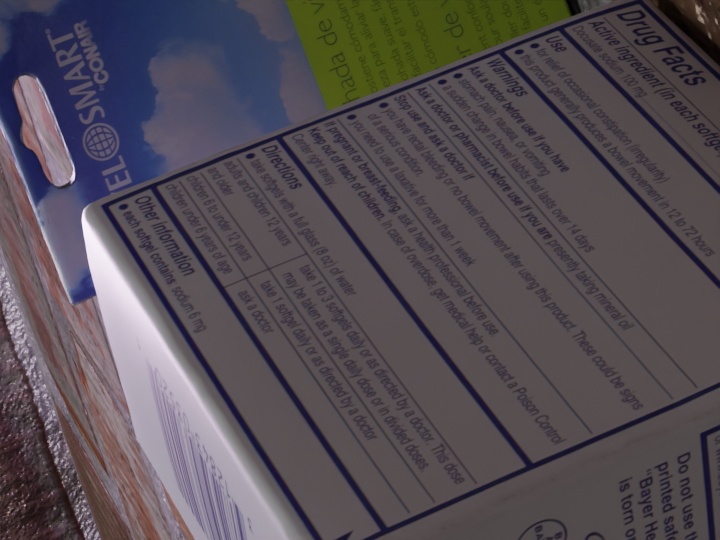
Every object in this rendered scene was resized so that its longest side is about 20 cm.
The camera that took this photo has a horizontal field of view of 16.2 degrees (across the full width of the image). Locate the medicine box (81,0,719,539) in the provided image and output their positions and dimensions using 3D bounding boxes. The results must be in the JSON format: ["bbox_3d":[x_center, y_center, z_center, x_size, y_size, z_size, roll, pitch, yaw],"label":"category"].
[{"bbox_3d":[0.047,0.031,0.744,0.182,0.200,0.103,-127,21,-47],"label":"medicine box"}]

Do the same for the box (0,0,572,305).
[{"bbox_3d":[-0.031,-0.079,0.868,0.122,0.200,0.048,68,167,-6],"label":"box"}]
